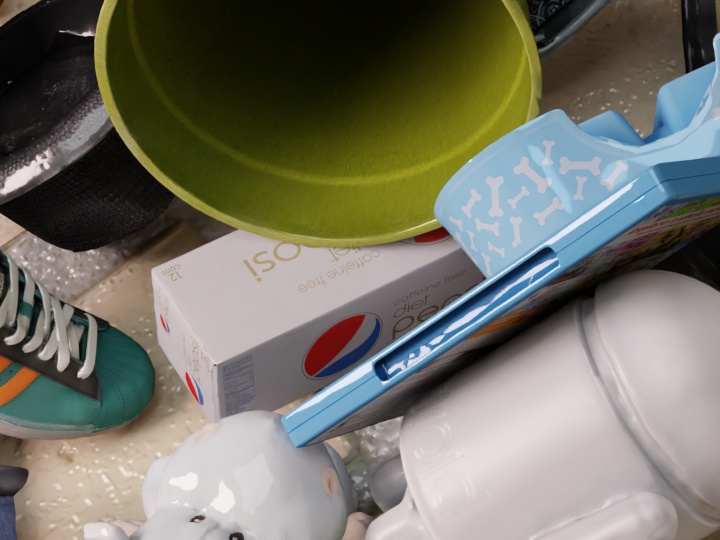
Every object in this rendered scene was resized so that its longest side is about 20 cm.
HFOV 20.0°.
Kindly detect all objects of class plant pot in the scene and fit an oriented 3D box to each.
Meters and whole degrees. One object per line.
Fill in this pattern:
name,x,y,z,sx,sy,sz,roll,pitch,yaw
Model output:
plant pot,-0.010,-0.149,0.978,0.200,0.201,0.193,-3,43,10

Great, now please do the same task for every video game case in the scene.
video game case,0.075,0.011,0.875,0.200,0.143,0.018,-35,78,27

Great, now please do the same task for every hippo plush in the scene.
hippo plush,-0.076,0.137,0.917,0.159,0.161,0.200,26,69,24

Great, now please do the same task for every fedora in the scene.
fedora,-0.148,-0.071,1.071,0.200,0.092,0.201,-28,32,20

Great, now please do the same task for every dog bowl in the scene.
dog bowl,0.134,-0.049,0.925,0.200,0.112,0.050,-25,72,-3

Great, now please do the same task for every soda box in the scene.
soda box,0.000,0.000,1.011,0.200,0.064,0.068,-25,57,-20

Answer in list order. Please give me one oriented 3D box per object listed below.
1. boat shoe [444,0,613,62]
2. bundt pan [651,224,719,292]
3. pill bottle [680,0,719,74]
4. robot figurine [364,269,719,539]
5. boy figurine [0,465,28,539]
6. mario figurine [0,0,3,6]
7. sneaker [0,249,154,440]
boat shoe,0.076,-0.138,1.053,0.201,0.070,0.072,-39,13,19
bundt pan,0.213,0.022,0.971,0.201,0.076,0.202,-5,61,9
pill bottle,0.263,-0.148,1.037,0.200,0.112,0.112,-4,60,10
robot figurine,0.097,0.075,0.867,0.200,0.113,0.170,-34,25,19
boy figurine,-0.184,0.190,0.948,0.064,0.124,0.200,-11,78,39
mario figurine,-0.264,-0.151,1.105,0.106,0.124,0.200,-31,14,19
sneaker,-0.184,0.025,0.998,0.200,0.080,0.071,18,52,-24
